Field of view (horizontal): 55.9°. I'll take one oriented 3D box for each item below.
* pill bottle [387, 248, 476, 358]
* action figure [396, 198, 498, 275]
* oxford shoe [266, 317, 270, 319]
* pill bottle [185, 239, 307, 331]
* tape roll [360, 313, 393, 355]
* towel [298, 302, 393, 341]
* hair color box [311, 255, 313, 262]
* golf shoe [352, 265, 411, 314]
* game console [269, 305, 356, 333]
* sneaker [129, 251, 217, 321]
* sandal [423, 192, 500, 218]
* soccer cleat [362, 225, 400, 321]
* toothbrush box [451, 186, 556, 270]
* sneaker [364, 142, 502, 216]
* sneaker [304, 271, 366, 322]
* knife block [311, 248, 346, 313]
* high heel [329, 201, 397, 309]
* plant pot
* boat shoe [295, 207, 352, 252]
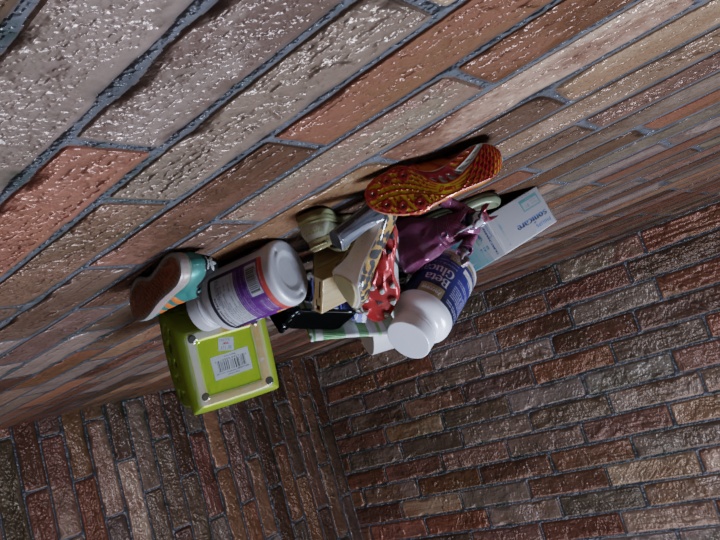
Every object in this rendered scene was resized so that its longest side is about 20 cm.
[{"bbox_3d":[0.125,0.058,1.211,0.110,0.111,0.201,-27,-160,45],"label":"pill bottle"},{"bbox_3d":[0.150,-0.061,1.176,0.197,0.136,0.148,-19,172,27],"label":"action figure"},{"bbox_3d":[-0.142,0.053,1.559,0.197,0.073,0.071,-14,-162,-22],"label":"oxford shoe"},{"bbox_3d":[-0.197,0.034,1.147,0.198,0.113,0.111,-22,170,26],"label":"pill bottle"},{"bbox_3d":[0.063,0.094,1.693,0.137,0.206,0.203,-16,171,-12],"label":"tape roll"},{"bbox_3d":[-0.027,0.105,1.469,0.196,0.024,0.153,-1,-153,-17],"label":"towel"},{"bbox_3d":[0.007,-0.003,1.347,0.198,0.102,0.060,-9,170,-38],"label":"hair color box"},{"bbox_3d":[0.073,0.029,1.293,0.199,0.078,0.087,-33,-155,-32],"label":"golf shoe"},{"bbox_3d":[-0.116,0.052,1.301,0.115,0.177,0.200,-31,175,-18],"label":"game console"},{"bbox_3d":[-0.294,0.029,1.063,0.079,0.073,0.199,-2,161,-44],"label":"sneaker"},{"bbox_3d":[0.175,-0.089,1.290,0.199,0.058,0.079,-22,170,24],"label":"sandal"},{"bbox_3d":[0.036,-0.007,1.148,0.067,0.203,0.086,4,-149,5],"label":"soccer cleat"},{"bbox_3d":[0.284,-0.074,1.398,0.145,0.086,0.200,-30,177,-20],"label":"toothbrush box"},{"bbox_3d":[0.102,-0.120,0.948,0.196,0.074,0.077,-15,-179,-1],"label":"sneaker"},{"bbox_3d":[-0.065,0.054,1.446,0.113,0.082,0.199,-2,-159,-25],"label":"sneaker"},{"bbox_3d":[0.000,0.000,1.198,0.172,0.065,0.201,1,-154,-5],"label":"knife block"},{"bbox_3d":[0.023,-0.030,1.061,0.142,0.071,0.202,-39,147,-23],"label":"high heel"},{"bbox_3d":[-0.267,0.157,1.306,0.197,0.203,0.181,-15,-169,-20],"label":"plant pot"},{"bbox_3d":[-0.039,-0.053,1.086,0.072,0.064,0.200,-20,170,15],"label":"boat shoe"}]
